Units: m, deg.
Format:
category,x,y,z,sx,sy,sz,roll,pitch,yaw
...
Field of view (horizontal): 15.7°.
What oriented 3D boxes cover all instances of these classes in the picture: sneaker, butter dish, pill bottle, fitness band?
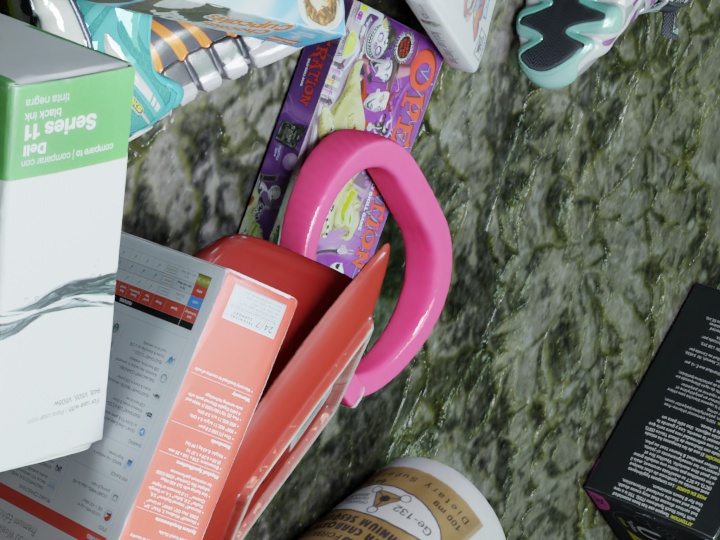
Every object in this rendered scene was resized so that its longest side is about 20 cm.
category,x,y,z,sx,sy,sz,roll,pitch,yaw
sneaker,-0.142,-0.160,1.306,0.079,0.077,0.200,-21,113,-19
sneaker,0.186,-0.188,1.807,0.200,0.078,0.140,-61,146,-14
butter dish,-0.095,0.059,1.467,0.200,0.148,0.200,-52,173,-26
pill bottle,-0.003,0.218,1.712,0.200,0.114,0.115,-38,135,-40
sneaker,-0.125,-0.139,1.391,0.200,0.078,0.112,-30,108,-26
fitness band,0.000,0.000,1.623,0.144,0.037,0.200,-58,148,-20

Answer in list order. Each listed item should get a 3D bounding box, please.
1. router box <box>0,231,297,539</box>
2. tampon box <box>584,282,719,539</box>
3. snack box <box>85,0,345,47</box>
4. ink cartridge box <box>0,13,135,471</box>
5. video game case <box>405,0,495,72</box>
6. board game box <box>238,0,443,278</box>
category,x,y,z,sx,sy,sz,roll,pitch,yaw
router box,-0.138,0.070,1.353,0.049,0.200,0.180,25,87,-38
tampon box,0.296,0.143,2.100,0.200,0.126,0.150,-58,145,-17
snack box,-0.086,-0.182,1.288,0.200,0.037,0.117,7,77,-50
ink cartridge box,-0.193,-0.019,1.274,0.083,0.146,0.201,-16,119,-47
video game case,0.074,-0.237,1.593,0.182,0.024,0.201,41,64,-76
board game box,-0.016,-0.063,1.624,0.120,0.032,0.200,18,92,-62
